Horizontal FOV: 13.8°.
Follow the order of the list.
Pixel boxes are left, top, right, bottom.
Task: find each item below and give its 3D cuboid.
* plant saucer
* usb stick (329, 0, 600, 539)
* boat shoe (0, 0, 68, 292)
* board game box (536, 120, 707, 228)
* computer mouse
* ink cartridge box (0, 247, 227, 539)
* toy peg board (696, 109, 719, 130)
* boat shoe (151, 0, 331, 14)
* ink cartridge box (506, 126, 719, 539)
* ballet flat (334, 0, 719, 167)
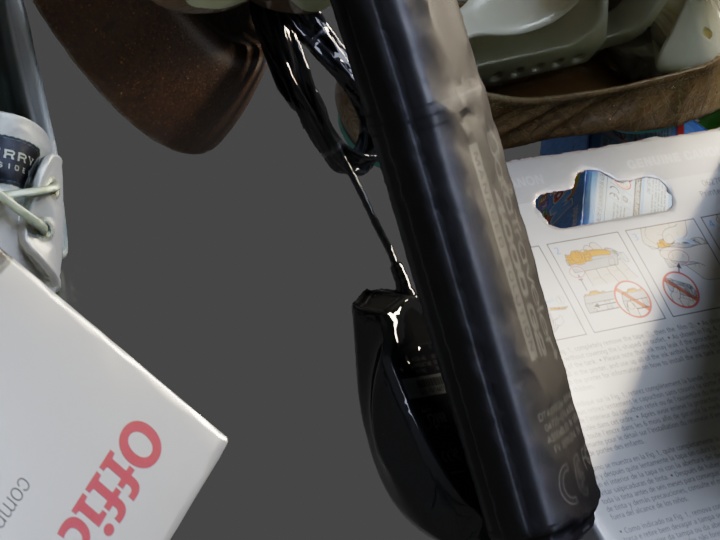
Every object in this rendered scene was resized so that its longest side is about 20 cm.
[{"bbox_3d":[-0.077,-0.137,0.982,0.200,0.034,0.200,55,21,-33],"label":"plant saucer"},{"bbox_3d":[0.033,-0.010,0.930,0.055,0.033,0.200,-29,103,-66],"label":"usb stick"},{"bbox_3d":[-0.120,-0.023,0.859,0.073,0.067,0.200,13,47,-40],"label":"boat shoe"},{"bbox_3d":[0.152,0.022,1.140,0.200,0.037,0.151,33,36,-18],"label":"board game box"},{"bbox_3d":[0.000,0.000,0.972,0.059,0.034,0.200,-1,67,-57],"label":"computer mouse"},{"bbox_3d":[-0.152,0.042,0.723,0.200,0.084,0.145,41,46,-10],"label":"ink cartridge box"},{"bbox_3d":[0.205,-0.090,1.283,0.199,0.098,0.200,37,32,-43],"label":"toy peg board"},{"bbox_3d":[-0.019,-0.125,0.932,0.072,0.076,0.200,46,18,0],"label":"boat shoe"},{"bbox_3d":[0.111,0.049,1.034,0.161,0.050,0.200,-10,58,-36],"label":"ink cartridge box"},{"bbox_3d":[0.081,-0.087,1.094,0.200,0.072,0.068,-11,58,-32],"label":"ballet flat"}]
